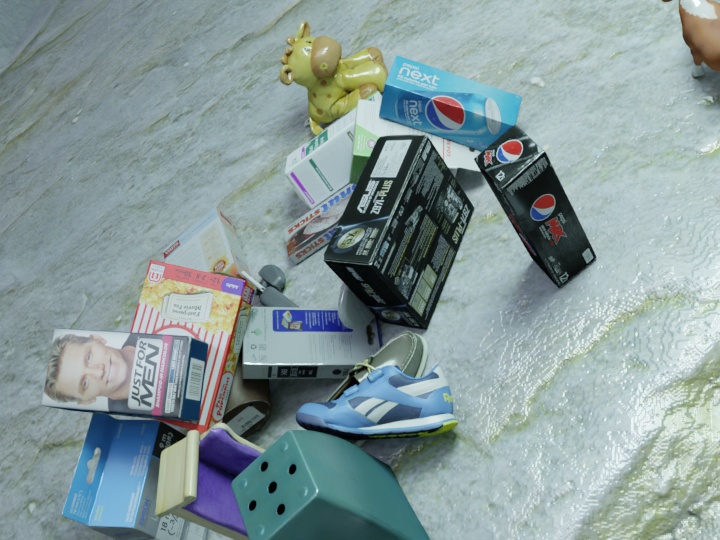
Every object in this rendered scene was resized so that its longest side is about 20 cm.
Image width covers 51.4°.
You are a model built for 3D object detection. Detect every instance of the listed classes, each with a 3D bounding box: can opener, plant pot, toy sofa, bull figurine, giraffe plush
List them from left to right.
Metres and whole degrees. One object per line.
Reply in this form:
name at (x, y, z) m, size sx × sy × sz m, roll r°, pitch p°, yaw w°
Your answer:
plant pot at (-0.209, 0.141, 1.094) m, size 0.186 × 0.187 × 0.202 m, roll -39°, pitch 57°, yaw 6°
toy sofa at (-0.143, 0.271, 0.904) m, size 0.096 × 0.199 × 0.084 m, roll -28°, pitch 43°, yaw 23°
can opener at (-0.127, 0.042, 1.175) m, size 0.067 × 0.053 × 0.199 m, roll -48°, pitch 42°, yaw -4°
plant pot at (-0.041, 0.273, 0.819) m, size 0.141 × 0.200 × 0.142 m, roll -41°, pitch 42°, yaw 4°
giraffe plush at (-0.065, -0.359, 1.350) m, size 0.197 × 0.162 × 0.176 m, roll -27°, pitch 45°, yaw 18°
bull figurine at (0.440, -0.276, 0.911) m, size 0.064 × 0.122 × 0.203 m, roll -30°, pitch 44°, yaw 14°

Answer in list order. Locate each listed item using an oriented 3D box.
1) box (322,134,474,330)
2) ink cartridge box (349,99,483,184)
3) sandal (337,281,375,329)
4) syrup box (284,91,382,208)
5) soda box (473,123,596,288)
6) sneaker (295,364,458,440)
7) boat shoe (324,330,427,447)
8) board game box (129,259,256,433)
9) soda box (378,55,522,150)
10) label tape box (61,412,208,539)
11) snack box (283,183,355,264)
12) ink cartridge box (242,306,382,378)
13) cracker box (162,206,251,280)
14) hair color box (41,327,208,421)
box at (0.058, -0.053, 1.017) m, size 0.085 × 0.164 × 0.204 m, roll 6°, pitch 63°, yaw 40°
ink cartridge box at (0.085, -0.181, 1.125) m, size 0.194 × 0.068 × 0.120 m, roll 8°, pitch 55°, yaw -3°
sandal at (0.003, 0.006, 1.080) m, size 0.049 × 0.083 × 0.205 m, roll -10°, pitch 38°, yaw 33°
syrup box at (-0.028, -0.200, 1.248) m, size 0.197 × 0.082 × 0.079 m, roll -32°, pitch 24°, yaw 14°
soda box at (0.209, -0.071, 0.882) m, size 0.063 × 0.200 × 0.071 m, roll -37°, pitch 42°, yaw 5°
sneaker at (0.018, 0.160, 0.906) m, size 0.194 × 0.074 × 0.085 m, roll -3°, pitch 73°, yaw 1°
boat shoe at (0.009, 0.157, 0.971) m, size 0.203 × 0.060 × 0.072 m, roll -50°, pitch 43°, yaw -4°
board game box at (-0.236, 0.102, 1.004) m, size 0.147 × 0.046 × 0.206 m, roll 10°, pitch 80°, yaw 16°
soda box at (0.130, -0.239, 1.091) m, size 0.195 × 0.065 × 0.069 m, roll 19°, pitch 54°, yaw 5°
label tape box at (-0.282, 0.286, 1.001) m, size 0.062 × 0.200 × 0.147 m, roll -16°, pitch 49°, yaw 28°
snack box at (-0.040, -0.091, 1.228) m, size 0.197 × 0.024 × 0.073 m, roll -33°, pitch 42°, yaw 15°
ink cartridge box at (-0.067, 0.100, 1.045) m, size 0.194 × 0.040 × 0.101 m, roll 1°, pitch 48°, yaw -9°
cracker box at (-0.271, -0.003, 1.322) m, size 0.133 × 0.058 × 0.202 m, roll -37°, pitch 44°, yaw 9°
hair color box at (-0.299, 0.133, 0.955) m, size 0.194 × 0.061 × 0.103 m, roll 1°, pitch 76°, yaw 14°
